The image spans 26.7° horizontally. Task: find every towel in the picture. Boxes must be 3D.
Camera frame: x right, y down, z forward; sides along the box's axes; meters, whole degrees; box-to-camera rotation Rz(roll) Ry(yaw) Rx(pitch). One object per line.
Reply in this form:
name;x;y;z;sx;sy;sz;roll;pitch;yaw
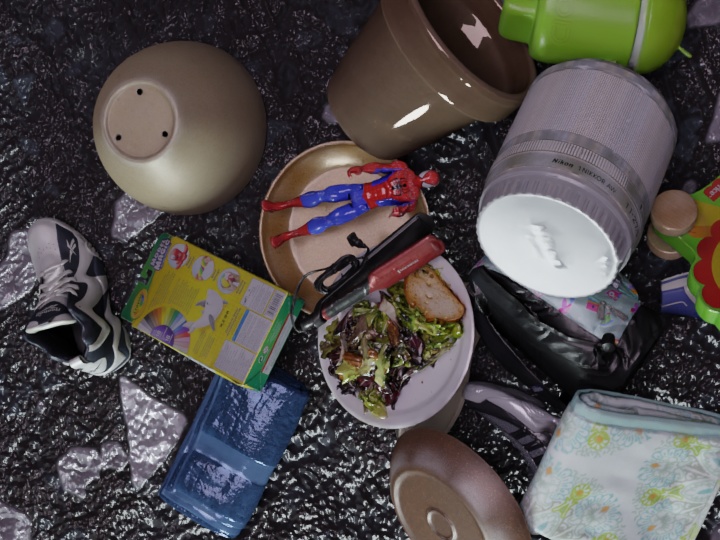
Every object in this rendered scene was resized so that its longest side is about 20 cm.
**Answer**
towel;0.276;0.211;1.549;0.198;0.048;0.172;12;116;-17
towel;-0.144;0.198;1.732;0.111;0.049;0.201;29;99;12

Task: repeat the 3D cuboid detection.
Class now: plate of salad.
plate of salad;0.030;0.068;1.620;0.199;0.048;0.202;-4;82;33

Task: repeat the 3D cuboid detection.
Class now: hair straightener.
hair straightener;0.000;0.000;1.627;0.200;0.041;0.077;-38;45;21

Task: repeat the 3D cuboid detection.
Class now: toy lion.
toy lion;0.396;-0.030;1.506;0.200;0.069;0.192;-41;67;-16

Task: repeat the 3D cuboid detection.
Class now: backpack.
backpack;0.208;0.042;1.578;0.200;0.167;0.127;38;59;13

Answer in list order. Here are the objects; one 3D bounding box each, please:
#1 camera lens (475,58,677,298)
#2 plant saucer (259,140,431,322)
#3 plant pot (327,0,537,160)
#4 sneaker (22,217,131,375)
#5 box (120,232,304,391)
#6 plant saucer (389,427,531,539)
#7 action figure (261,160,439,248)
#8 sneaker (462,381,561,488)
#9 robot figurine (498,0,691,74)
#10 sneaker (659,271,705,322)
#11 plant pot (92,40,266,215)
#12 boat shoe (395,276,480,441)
camera lens;0.213;-0.095;1.487;0.159;0.161;0.201;18;54;14
plant saucer;-0.014;-0.043;1.695;0.198;0.035;0.202;1;92;15
plant pot;0.060;-0.212;1.607;0.174;0.200;0.201;-37;81;33
sneaker;-0.346;0.030;1.743;0.079;0.130;0.201;-22;85;14
box;-0.172;0.043;1.708;0.199;0.048;0.118;26;87;28
plant saucer;0.095;0.261;1.607;0.200;0.037;0.201;34;141;32
action figure;-0.014;-0.075;1.629;0.198;0.099;0.066;-16;89;13
sneaker;0.184;0.202;1.624;0.199;0.075;0.115;26;96;11
robot figurine;0.245;-0.266;1.564;0.198;0.116;0.177;8;70;2
sneaker;0.407;0.049;1.556;0.198;0.081;0.116;-6;88;14
plant pot;-0.221;-0.163;1.700;0.199;0.134;0.202;0;91;16
boat shoe;0.080;0.102;1.660;0.059;0.071;0.202;32;108;57
